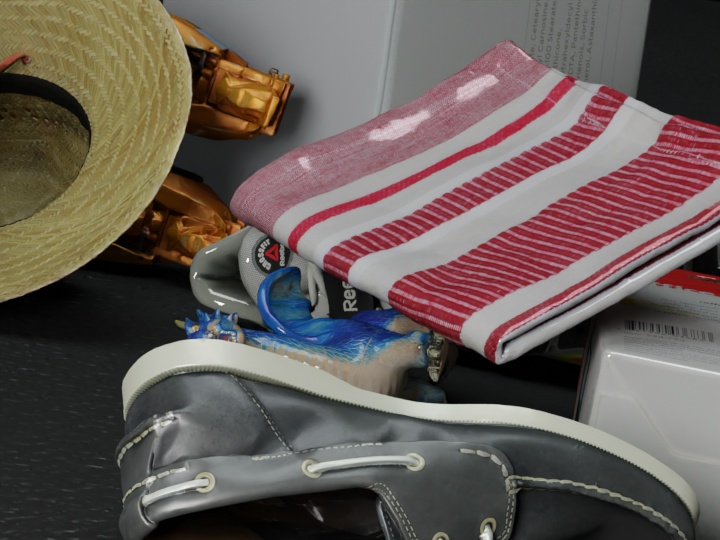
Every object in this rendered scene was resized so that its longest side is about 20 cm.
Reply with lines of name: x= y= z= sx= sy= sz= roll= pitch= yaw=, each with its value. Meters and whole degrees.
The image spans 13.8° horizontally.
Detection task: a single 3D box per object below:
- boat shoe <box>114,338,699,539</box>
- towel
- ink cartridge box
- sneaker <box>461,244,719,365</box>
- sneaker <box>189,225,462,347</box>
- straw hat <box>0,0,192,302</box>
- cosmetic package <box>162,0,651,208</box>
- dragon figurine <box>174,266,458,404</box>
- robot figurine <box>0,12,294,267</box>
boat shoe: x=0.017 y=0.081 z=0.967 sx=0.199 sy=0.072 sz=0.068 roll=13 pitch=46 yaw=-15
towel: x=0.054 y=-0.031 z=1.142 sx=0.144 sy=0.023 sz=0.200 roll=-29 pitch=29 yaw=-20
ink cartridge box: x=0.143 y=0.051 z=1.153 sx=0.115 sy=0.068 sz=0.200 roll=11 pitch=11 yaw=3
sneaker: x=0.131 y=0.014 z=1.316 sx=0.199 sy=0.079 sz=0.090 roll=14 pitch=5 yaw=18
sneaker: x=0.000 y=0.000 z=1.233 sx=0.088 sy=0.075 sz=0.200 roll=-1 pitch=-8 yaw=-35
straw hat: x=-0.159 y=-0.043 z=1.315 sx=0.200 sy=0.202 sz=0.085 roll=14 pitch=-28 yaw=23
cosmetic package: x=0.020 y=-0.094 z=1.527 sx=0.167 sy=0.167 sz=0.199 roll=19 pitch=16 yaw=42
dragon figurine: x=-0.014 y=0.033 z=1.141 sx=0.099 sy=0.059 sz=0.200 roll=10 pitch=11 yaw=8
robot figurine: x=-0.140 y=-0.076 z=1.389 sx=0.199 sy=0.146 sz=0.058 roll=19 pitch=6 yaw=1
